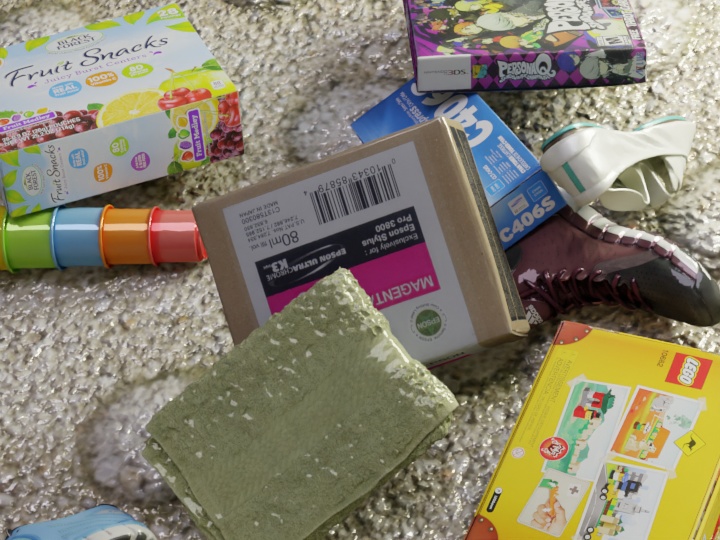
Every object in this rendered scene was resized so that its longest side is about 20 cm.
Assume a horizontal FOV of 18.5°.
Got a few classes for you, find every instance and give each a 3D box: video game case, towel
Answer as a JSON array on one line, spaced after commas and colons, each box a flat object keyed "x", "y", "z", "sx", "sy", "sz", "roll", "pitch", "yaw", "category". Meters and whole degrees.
[{"x": 0.127, "y": -0.203, "z": 1.775, "sx": 0.180, "sy": 0.036, "sz": 0.200, "roll": -3, "pitch": 31, "yaw": -1, "category": "video game case"}, {"x": -0.044, "y": 0.109, "z": 1.527, "sx": 0.200, "sy": 0.036, "sz": 0.149, "roll": -42, "pitch": 78, "yaw": 9, "category": "towel"}]

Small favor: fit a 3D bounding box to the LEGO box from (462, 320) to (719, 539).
[{"x": 0.175, "y": 0.143, "z": 1.483, "sx": 0.148, "sy": 0.077, "sz": 0.200, "roll": 12, "pitch": 53, "yaw": 23, "category": "LEGO box"}]

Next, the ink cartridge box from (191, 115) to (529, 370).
[{"x": 0.000, "y": 0.000, "z": 1.576, "sx": 0.199, "sy": 0.075, "sz": 0.166, "roll": -20, "pitch": 84, "yaw": 12, "category": "ink cartridge box"}]

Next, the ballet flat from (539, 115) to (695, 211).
[{"x": 0.201, "y": -0.074, "z": 1.642, "sx": 0.069, "sy": 0.070, "sz": 0.200, "roll": 25, "pitch": 17, "yaw": 30, "category": "ballet flat"}]

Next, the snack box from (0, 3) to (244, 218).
[{"x": -0.215, "y": -0.133, "z": 1.794, "sx": 0.199, "sy": 0.068, "sz": 0.169, "roll": -15, "pitch": 36, "yaw": -15, "category": "snack box"}]

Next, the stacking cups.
[{"x": -0.218, "y": -0.022, "z": 1.746, "sx": 0.199, "sy": 0.061, "sz": 0.061, "roll": 3, "pitch": 50, "yaw": 10, "category": "stacking cups"}]

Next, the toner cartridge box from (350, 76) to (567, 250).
[{"x": 0.072, "y": -0.083, "z": 1.690, "sx": 0.095, "sy": 0.043, "sz": 0.200, "roll": -37, "pitch": 36, "yaw": 1, "category": "toner cartridge box"}]

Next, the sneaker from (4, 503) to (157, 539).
[{"x": -0.236, "y": 0.225, "z": 1.531, "sx": 0.199, "sy": 0.079, "sz": 0.090, "roll": -24, "pitch": 29, "yaw": -12, "category": "sneaker"}]

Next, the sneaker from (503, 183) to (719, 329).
[{"x": 0.164, "y": 0.020, "z": 1.608, "sx": 0.115, "sy": 0.076, "sz": 0.200, "roll": -43, "pitch": 42, "yaw": -17, "category": "sneaker"}]
